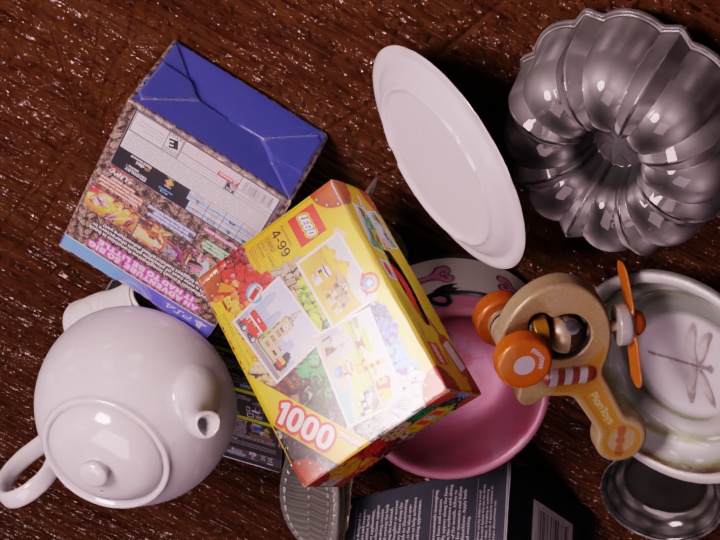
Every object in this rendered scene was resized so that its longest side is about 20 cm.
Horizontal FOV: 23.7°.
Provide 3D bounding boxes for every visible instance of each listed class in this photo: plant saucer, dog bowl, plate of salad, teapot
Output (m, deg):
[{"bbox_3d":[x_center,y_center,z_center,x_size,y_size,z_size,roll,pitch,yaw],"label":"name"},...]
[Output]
[{"bbox_3d":[0.273,0.082,1.441,0.199,0.050,0.201,22,129,30],"label":"plant saucer"},{"bbox_3d":[0.077,0.092,1.483,0.198,0.074,0.202,-3,115,-6],"label":"dog bowl"},{"bbox_3d":[0.076,-0.093,1.362,0.200,0.048,0.201,50,160,25],"label":"plate of salad"},{"bbox_3d":[-0.215,0.140,1.521,0.196,0.146,0.201,20,127,5],"label":"teapot"}]

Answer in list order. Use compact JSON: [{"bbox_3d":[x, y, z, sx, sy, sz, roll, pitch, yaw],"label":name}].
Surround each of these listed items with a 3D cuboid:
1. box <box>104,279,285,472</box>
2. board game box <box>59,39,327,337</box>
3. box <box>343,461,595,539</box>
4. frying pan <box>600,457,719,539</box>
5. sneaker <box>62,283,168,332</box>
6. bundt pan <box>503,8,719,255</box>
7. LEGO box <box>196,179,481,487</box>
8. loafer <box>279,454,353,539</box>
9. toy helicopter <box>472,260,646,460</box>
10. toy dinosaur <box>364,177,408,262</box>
[{"bbox_3d":[-0.159,0.105,1.685,0.198,0.044,0.161,15,132,12],"label":"box"},{"bbox_3d":[-0.147,-0.068,1.494,0.159,0.097,0.200,32,134,-4],"label":"board game box"},{"bbox_3d":[0.101,0.274,1.634,0.199,0.108,0.148,-19,141,36],"label":"box"},{"bbox_3d":[0.302,0.186,1.550,0.115,0.031,0.190,43,129,-14],"label":"frying pan"},{"bbox_3d":[-0.180,0.096,1.606,0.115,0.074,0.200,-23,114,39],"label":"sneaker"},{"bbox_3d":[0.195,-0.095,1.311,0.201,0.076,0.203,19,134,21],"label":"bundt pan"},{"bbox_3d":[-0.019,0.054,1.398,0.149,0.077,0.201,-35,71,17],"label":"LEGO box"},{"bbox_3d":[-0.030,0.173,1.631,0.075,0.069,0.202,15,113,36],"label":"loafer"},{"bbox_3d":[0.190,0.079,1.416,0.132,0.079,0.200,-32,122,5],"label":"toy helicopter"},{"bbox_3d":[0.000,0.000,1.515,0.102,0.077,0.201,16,115,-7],"label":"toy dinosaur"}]
